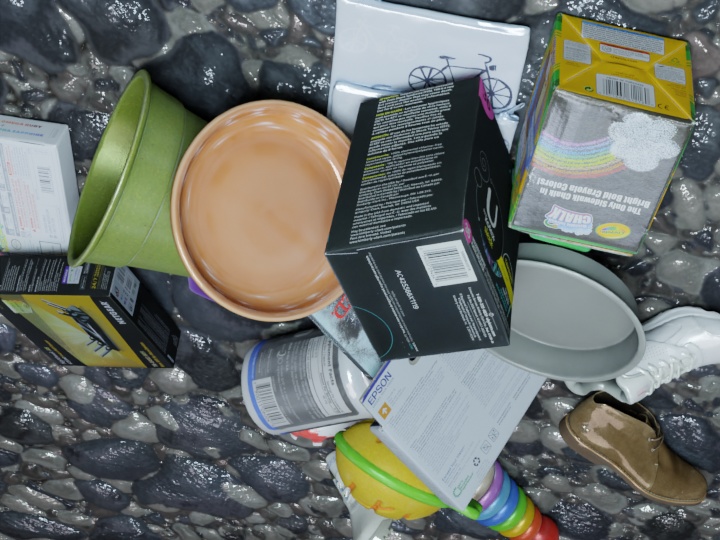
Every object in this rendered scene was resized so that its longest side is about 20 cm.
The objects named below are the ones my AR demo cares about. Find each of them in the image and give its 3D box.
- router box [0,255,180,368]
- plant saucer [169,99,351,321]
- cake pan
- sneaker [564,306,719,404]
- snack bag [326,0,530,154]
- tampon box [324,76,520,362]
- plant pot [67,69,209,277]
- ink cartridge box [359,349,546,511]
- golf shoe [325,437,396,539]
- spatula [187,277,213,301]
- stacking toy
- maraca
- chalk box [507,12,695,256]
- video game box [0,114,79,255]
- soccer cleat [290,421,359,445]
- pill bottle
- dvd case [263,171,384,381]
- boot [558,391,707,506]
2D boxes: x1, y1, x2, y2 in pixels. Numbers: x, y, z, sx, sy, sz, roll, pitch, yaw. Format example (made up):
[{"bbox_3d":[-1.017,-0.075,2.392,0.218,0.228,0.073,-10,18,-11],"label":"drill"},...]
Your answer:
[{"bbox_3d":[-0.315,0.050,1.283,0.156,0.053,0.200,0,152,14],"label":"router box"},{"bbox_3d":[-0.082,-0.054,1.028,0.200,0.201,0.037,38,164,-22],"label":"plant saucer"},{"bbox_3d":[0.189,0.041,1.117,0.199,0.037,0.201,18,148,11],"label":"cake pan"},{"bbox_3d":[0.307,0.101,1.183,0.198,0.100,0.078,-10,131,22],"label":"sneaker"},{"bbox_3d":[0.060,-0.161,1.055,0.187,0.021,0.201,12,134,4],"label":"snack bag"},{"bbox_3d":[0.065,-0.046,1.007,0.125,0.201,0.150,-8,134,21],"label":"tampon box"},{"bbox_3d":[-0.164,-0.069,1.104,0.189,0.201,0.200,20,136,-22],"label":"plant pot"},{"bbox_3d":[0.097,0.120,1.196,0.040,0.200,0.200,7,144,53],"label":"ink cartridge box"},{"bbox_3d":[-0.006,0.265,1.350,0.097,0.200,0.079,32,110,-13],"label":"golf shoe"},{"bbox_3d":[-0.102,0.035,1.277,0.198,0.021,0.057,9,153,0],"label":"spatula"},{"bbox_3d":[0.186,0.307,1.426,0.085,0.086,0.200,-26,126,32],"label":"stacking toy"},{"bbox_3d":[0.055,0.232,1.273,0.199,0.137,0.107,27,98,-30],"label":"maraca"},{"bbox_3d":[0.207,-0.104,1.003,0.123,0.124,0.201,13,135,0],"label":"chalk box"},{"bbox_3d":[-0.401,-0.083,1.228,0.180,0.047,0.201,8,134,3],"label":"video game box"},{"bbox_3d":[-0.006,0.166,1.354,0.198,0.069,0.086,5,120,10],"label":"soccer cleat"},{"bbox_3d":[-0.027,0.117,1.268,0.199,0.114,0.114,-14,128,29],"label":"pill bottle"},{"bbox_3d":[0.000,0.000,1.126,0.022,0.146,0.200,16,153,51],"label":"dvd case"},{"bbox_3d":[0.335,0.209,1.305,0.199,0.074,0.076,29,123,-10],"label":"boot"}]
